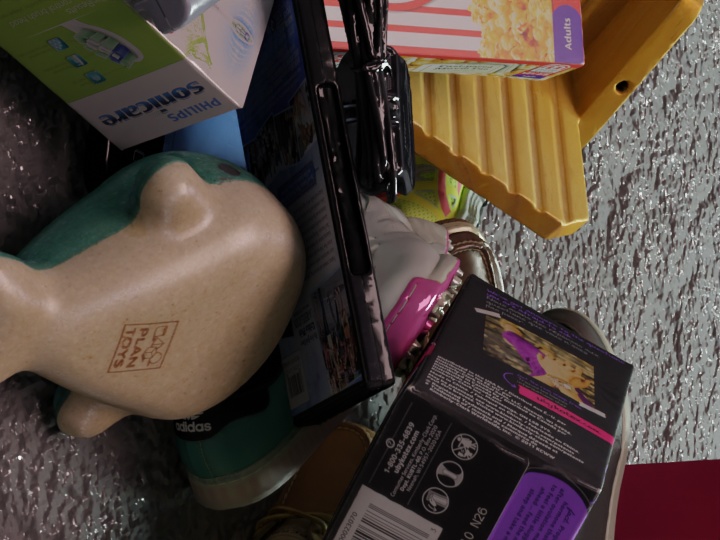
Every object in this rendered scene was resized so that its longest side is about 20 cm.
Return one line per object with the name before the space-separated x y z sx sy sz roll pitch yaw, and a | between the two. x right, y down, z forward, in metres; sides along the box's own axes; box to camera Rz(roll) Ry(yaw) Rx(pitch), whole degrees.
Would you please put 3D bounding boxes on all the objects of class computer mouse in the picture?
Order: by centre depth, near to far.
computer mouse | -0.002 -0.105 1.340 0.200 0.046 0.141 -38 124 -85

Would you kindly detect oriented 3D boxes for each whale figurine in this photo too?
whale figurine | -0.122 0.005 1.259 0.200 0.104 0.159 -9 133 -41

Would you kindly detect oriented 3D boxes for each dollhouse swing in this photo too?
dollhouse swing | 0.101 -0.154 1.546 0.200 0.182 0.176 33 18 -25

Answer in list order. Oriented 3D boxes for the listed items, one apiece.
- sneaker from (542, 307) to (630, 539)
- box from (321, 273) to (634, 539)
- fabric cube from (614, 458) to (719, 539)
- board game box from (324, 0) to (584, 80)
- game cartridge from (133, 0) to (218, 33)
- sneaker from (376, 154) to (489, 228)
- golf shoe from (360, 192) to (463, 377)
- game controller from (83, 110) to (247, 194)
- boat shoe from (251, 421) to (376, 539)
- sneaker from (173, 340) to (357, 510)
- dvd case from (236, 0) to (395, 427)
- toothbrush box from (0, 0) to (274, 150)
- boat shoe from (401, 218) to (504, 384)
sneaker | 0.120 0.119 1.689 0.106 0.075 0.201 16 71 -63
box | 0.058 0.100 1.334 0.123 0.106 0.200 -62 178 18
fabric cube | 0.264 0.256 1.798 0.200 0.199 0.197 53 42 -43
board game box | 0.025 -0.186 1.453 0.199 0.046 0.152 0 82 -31
game cartridge | -0.097 -0.221 1.210 0.200 0.041 0.133 63 34 -14
sneaker | 0.030 -0.057 1.583 0.090 0.078 0.200 52 39 -12
golf shoe | 0.000 0.000 1.370 0.075 0.091 0.200 -57 -174 5
game controller | -0.080 -0.060 1.400 0.200 0.042 0.105 24 63 -57
boat shoe | -0.028 0.160 1.413 0.066 0.074 0.201 57 38 -48
sneaker | -0.039 0.040 1.421 0.200 0.071 0.080 -53 133 -51
dvd case | -0.026 -0.030 1.313 0.017 0.143 0.201 -8 82 -17
toothbrush box | -0.131 -0.178 1.250 0.200 0.086 0.146 43 47 -35
boat shoe | 0.063 0.068 1.524 0.074 0.075 0.203 -19 127 -21
